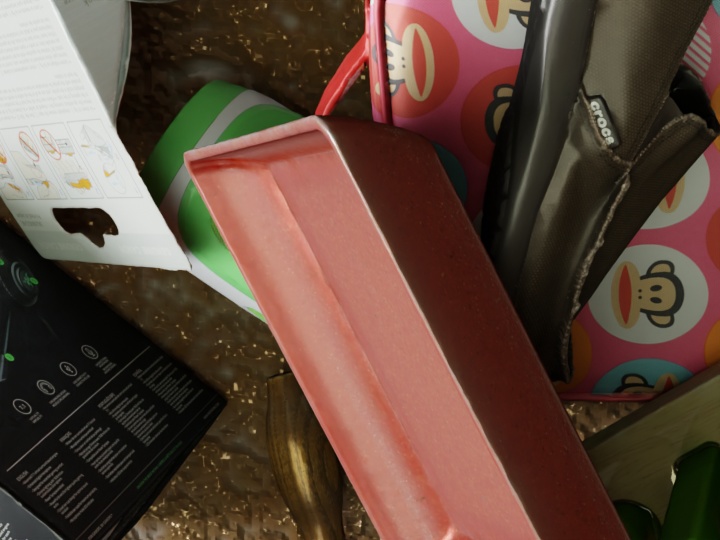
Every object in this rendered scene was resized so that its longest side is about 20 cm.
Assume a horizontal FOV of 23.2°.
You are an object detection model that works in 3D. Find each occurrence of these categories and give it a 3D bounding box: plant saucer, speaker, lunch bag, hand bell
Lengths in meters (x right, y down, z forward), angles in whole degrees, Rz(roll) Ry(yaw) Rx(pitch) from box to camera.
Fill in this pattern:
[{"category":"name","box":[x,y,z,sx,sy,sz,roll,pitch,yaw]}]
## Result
[{"category":"plant saucer","box":[0.018,0.036,0.599,0.037,0.200,0.200,-29,99,-16]},{"category":"speaker","box":[0.000,0.000,0.771,0.200,0.088,0.088,33,113,4]},{"category":"lunch bag","box":[0.070,-0.046,0.653,0.176,0.082,0.200,-2,118,3]},{"category":"hand bell","box":[-0.014,0.146,0.833,0.104,0.104,0.200,-16,90,20]}]

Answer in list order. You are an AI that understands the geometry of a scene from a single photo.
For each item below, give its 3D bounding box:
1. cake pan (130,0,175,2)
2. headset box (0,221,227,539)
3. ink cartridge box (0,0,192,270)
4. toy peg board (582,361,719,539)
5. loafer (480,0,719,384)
[{"category":"cake pan","box":[-0.058,-0.198,0.666,0.037,0.200,0.200,20,114,37]},{"category":"headset box","box":[-0.188,0.059,0.795,0.200,0.174,0.093,38,113,1]},{"category":"ink cartridge box","box":[-0.139,-0.098,0.760,0.162,0.050,0.200,4,127,56]},{"category":"toy peg board","box":[0.177,0.128,0.615,0.200,0.098,0.199,-33,95,23]},{"category":"loafer","box":[0.082,-0.041,0.570,0.071,0.073,0.200,10,121,-1]}]
